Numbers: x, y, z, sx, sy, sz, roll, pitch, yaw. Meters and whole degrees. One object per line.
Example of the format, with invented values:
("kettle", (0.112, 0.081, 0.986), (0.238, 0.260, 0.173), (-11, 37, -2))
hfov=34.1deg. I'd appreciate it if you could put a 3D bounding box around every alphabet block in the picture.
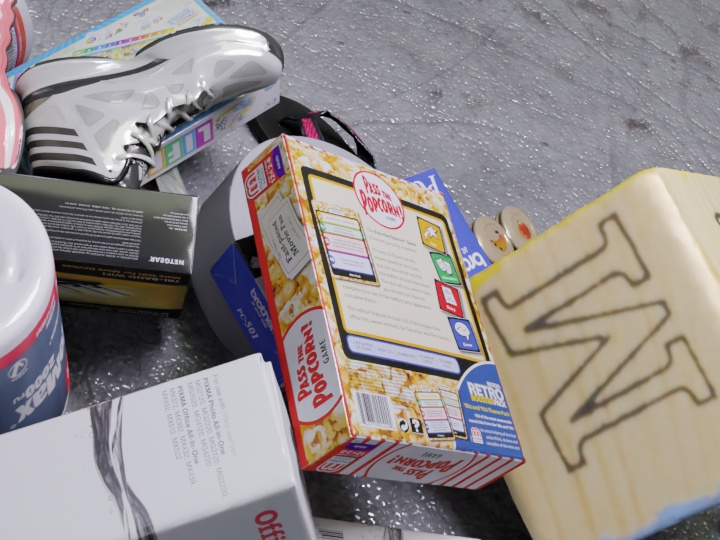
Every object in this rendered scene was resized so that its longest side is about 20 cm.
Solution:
("alphabet block", (0.195, 0.065, 0.819), (0.195, 0.195, 0.202), (-4, 65, -62))

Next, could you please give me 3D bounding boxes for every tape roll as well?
("tape roll", (-0.031, -0.001, 0.896), (0.198, 0.066, 0.202), (24, 46, -27))

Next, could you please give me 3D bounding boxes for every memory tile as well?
("memory tile", (0.123, 0.026, 0.965), (0.199, 0.017, 0.155), (-22, 80, -53))

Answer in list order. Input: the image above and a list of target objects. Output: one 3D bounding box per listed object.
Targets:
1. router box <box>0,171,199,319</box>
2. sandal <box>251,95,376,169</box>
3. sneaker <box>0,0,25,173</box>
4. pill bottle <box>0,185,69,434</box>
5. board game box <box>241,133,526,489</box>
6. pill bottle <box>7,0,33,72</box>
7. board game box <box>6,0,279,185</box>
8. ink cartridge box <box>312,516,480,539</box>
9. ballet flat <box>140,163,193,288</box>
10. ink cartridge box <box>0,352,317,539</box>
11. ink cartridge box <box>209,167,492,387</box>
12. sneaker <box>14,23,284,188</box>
("router box", (-0.209, -0.016, 0.769), (0.197, 0.157, 0.053), (7, 77, -9))
("sandal", (-0.018, -0.103, 1.056), (0.200, 0.045, 0.075), (43, 44, 16))
("sneaker", (-0.293, -0.136, 0.826), (0.086, 0.073, 0.204), (3, 77, -43))
("pill bottle", (-0.227, 0.051, 0.667), (0.118, 0.201, 0.121), (4, 55, -7))
("board game box", (0.013, 0.027, 0.722), (0.150, 0.046, 0.202), (16, 49, -42))
("pill bottle", (-0.350, -0.159, 0.890), (0.111, 0.112, 0.200), (31, 42, 5))
("board game box", (-0.180, -0.137, 0.920), (0.199, 0.034, 0.134), (-34, 64, -25))
("ink cartridge box", (0.021, 0.228, 0.733), (0.197, 0.068, 0.117), (12, 44, -17))
("ballet flat", (-0.175, -0.071, 0.925), (0.063, 0.068, 0.201), (-1, 50, -39))
("ink cartridge box", (-0.124, 0.142, 0.631), (0.197, 0.146, 0.084), (-17, 53, -5))
("ink cartridge box", (0.000, 0.000, 0.824), (0.199, 0.044, 0.095), (-24, 78, -41))
("sneaker", (-0.144, -0.101, 0.845), (0.197, 0.076, 0.117), (-13, 66, -4))
